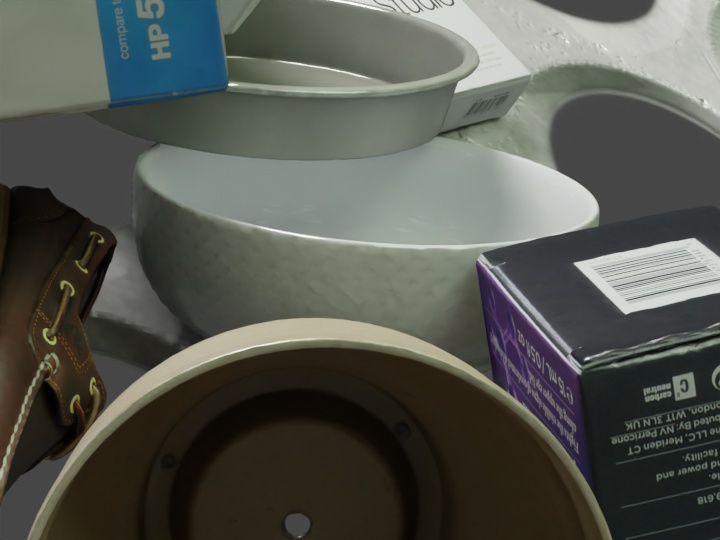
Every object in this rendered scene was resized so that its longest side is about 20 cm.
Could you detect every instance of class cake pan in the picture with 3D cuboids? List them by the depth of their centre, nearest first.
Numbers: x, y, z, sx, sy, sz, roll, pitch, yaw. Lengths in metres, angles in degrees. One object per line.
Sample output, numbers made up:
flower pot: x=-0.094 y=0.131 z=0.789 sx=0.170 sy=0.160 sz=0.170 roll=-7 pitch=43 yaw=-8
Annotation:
cake pan: x=-0.046 y=-0.092 z=1.038 sx=0.198 sy=0.037 sz=0.200 roll=5 pitch=18 yaw=-2

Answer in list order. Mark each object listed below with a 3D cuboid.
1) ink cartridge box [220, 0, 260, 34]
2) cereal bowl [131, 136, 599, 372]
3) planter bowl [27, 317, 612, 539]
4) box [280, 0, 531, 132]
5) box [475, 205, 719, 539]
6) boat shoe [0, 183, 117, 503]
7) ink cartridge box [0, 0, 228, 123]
ink cartridge box: x=-0.127 y=-0.208 z=1.043 sx=0.146 sy=0.086 sz=0.200 roll=37 pitch=4 yaw=-40
cereal bowl: x=0.000 y=0.000 z=0.967 sx=0.198 sy=0.084 sz=0.200 roll=4 pitch=16 yaw=-1
planter bowl: x=-0.020 y=0.104 z=0.789 sx=0.199 sy=0.201 sz=0.135 roll=27 pitch=8 yaw=-12
box: x=-0.018 y=-0.151 z=1.207 sx=0.200 sy=0.036 sz=0.144 roll=48 pitch=36 yaw=18
box: x=0.120 y=0.095 z=0.839 sx=0.103 sy=0.202 sz=0.148 roll=-11 pitch=16 yaw=-8
boat shoe: x=-0.128 y=0.036 z=0.858 sx=0.070 sy=0.071 sz=0.201 roll=22 pitch=36 yaw=-15
ink cartridge box: x=-0.156 y=-0.100 z=0.864 sx=0.198 sy=0.085 sz=0.146 roll=-8 pitch=10 yaw=-6
